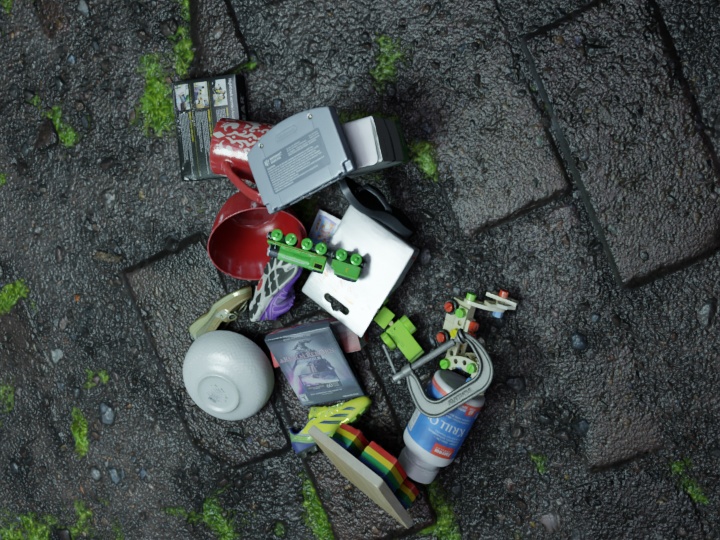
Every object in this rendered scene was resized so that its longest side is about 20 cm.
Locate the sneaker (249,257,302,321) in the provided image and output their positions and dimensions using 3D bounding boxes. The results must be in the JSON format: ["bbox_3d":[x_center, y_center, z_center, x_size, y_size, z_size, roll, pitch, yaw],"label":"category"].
[{"bbox_3d":[-0.159,0.034,1.640,0.200,0.082,0.082,-49,41,47],"label":"sneaker"}]

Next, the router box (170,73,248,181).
[{"bbox_3d":[-0.304,-0.290,1.676,0.145,0.051,0.205,-3,97,16],"label":"router box"}]

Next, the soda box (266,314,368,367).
[{"bbox_3d":[-0.087,0.140,1.660,0.196,0.063,0.072,-13,95,19],"label":"soda box"}]

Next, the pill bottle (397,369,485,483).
[{"bbox_3d":[0.150,0.305,1.583,0.111,0.112,0.203,28,105,11],"label":"pill bottle"}]

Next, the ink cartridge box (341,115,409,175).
[{"bbox_3d":[-0.006,-0.224,1.514,0.143,0.200,0.086,-13,93,18],"label":"ink cartridge box"}]

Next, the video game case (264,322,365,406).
[{"bbox_3d":[-0.089,0.191,1.635,0.140,0.019,0.202,-12,129,18],"label":"video game case"}]

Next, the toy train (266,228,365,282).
[{"bbox_3d":[-0.087,-0.026,1.547,0.195,0.042,0.058,17,83,2],"label":"toy train"}]

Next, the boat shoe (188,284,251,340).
[{"bbox_3d":[-0.282,0.098,1.699,0.199,0.073,0.064,-37,85,32],"label":"boat shoe"}]

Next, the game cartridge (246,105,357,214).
[{"bbox_3d":[-0.107,-0.198,1.429,0.197,0.040,0.136,-23,89,31],"label":"game cartridge"}]

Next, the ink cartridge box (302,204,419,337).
[{"bbox_3d":[0.000,0.000,1.591,0.161,0.050,0.202,35,105,16],"label":"ink cartridge box"}]

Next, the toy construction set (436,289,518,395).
[{"bbox_3d":[0.215,0.121,1.548,0.130,0.091,0.204,27,97,38],"label":"toy construction set"}]

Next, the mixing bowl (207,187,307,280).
[{"bbox_3d":[-0.208,-0.089,1.620,0.198,0.200,0.110,-30,48,18],"label":"mixing bowl"}]

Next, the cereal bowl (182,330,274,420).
[{"bbox_3d":[-0.280,0.231,1.691,0.195,0.084,0.204,6,119,10],"label":"cereal bowl"}]

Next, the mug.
[{"bbox_3d":[-0.185,-0.216,1.557,0.195,0.178,0.137,12,112,7],"label":"mug"}]

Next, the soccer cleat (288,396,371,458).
[{"bbox_3d":[-0.066,0.306,1.678,0.199,0.064,0.085,-37,73,16],"label":"soccer cleat"}]

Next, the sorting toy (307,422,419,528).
[{"bbox_3d":[0.016,0.380,1.585,0.197,0.201,0.070,30,69,38],"label":"sorting toy"}]

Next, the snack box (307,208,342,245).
[{"bbox_3d":[-0.009,-0.047,1.631,0.197,0.024,0.073,28,104,12],"label":"snack box"}]

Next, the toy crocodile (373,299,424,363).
[{"bbox_3d":[0.050,0.096,1.616,0.067,0.062,0.200,-43,89,1],"label":"toy crocodile"}]

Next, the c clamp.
[{"bbox_3d":[0.145,0.177,1.515,0.197,0.027,0.174,-28,69,21],"label":"c clamp"}]

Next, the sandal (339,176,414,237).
[{"bbox_3d":[0.035,-0.129,1.536,0.043,0.198,0.077,-43,44,22],"label":"sandal"}]
